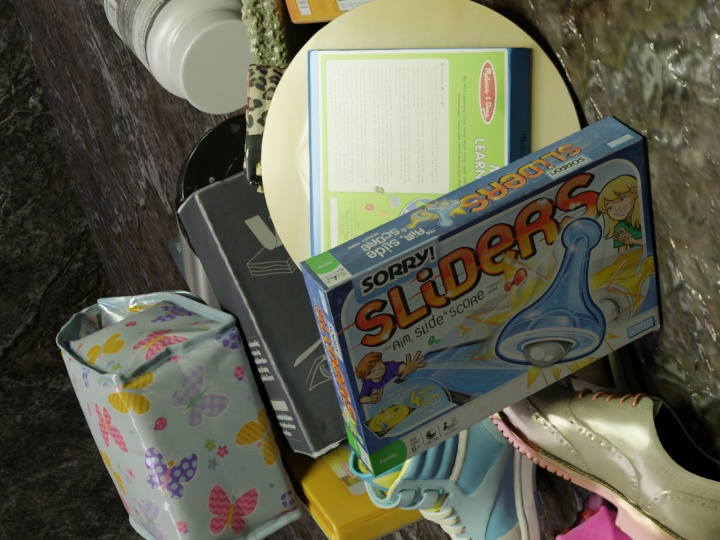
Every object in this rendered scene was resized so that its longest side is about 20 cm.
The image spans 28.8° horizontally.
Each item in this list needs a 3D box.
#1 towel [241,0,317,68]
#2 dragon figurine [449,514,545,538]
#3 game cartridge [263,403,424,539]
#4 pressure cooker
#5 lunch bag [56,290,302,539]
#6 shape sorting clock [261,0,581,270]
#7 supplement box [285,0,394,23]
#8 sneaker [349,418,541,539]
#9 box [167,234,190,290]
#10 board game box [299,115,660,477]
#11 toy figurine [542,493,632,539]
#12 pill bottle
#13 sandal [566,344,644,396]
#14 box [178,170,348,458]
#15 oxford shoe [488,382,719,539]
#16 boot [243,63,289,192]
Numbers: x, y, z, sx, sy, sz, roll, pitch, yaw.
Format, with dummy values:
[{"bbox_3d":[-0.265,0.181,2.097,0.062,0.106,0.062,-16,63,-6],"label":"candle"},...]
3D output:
[{"bbox_3d":[-0.062,-0.187,1.114,0.201,0.036,0.149,80,-170,-49],"label":"towel"},{"bbox_3d":[0.102,0.186,1.147,0.099,0.058,0.202,141,126,-66],"label":"dragon figurine"},{"bbox_3d":[0.034,0.122,1.082,0.176,0.199,0.033,42,150,53],"label":"game cartridge"},{"bbox_3d":[-0.077,-0.030,1.257,0.179,0.175,0.200,56,163,19],"label":"pressure cooker"},{"bbox_3d":[-0.145,0.110,1.065,0.200,0.127,0.171,11,123,60],"label":"lunch bag"},{"bbox_3d":[0.036,-0.064,0.842,0.201,0.199,0.039,64,-159,1],"label":"shape sorting clock"},{"bbox_3d":[0.002,-0.206,0.934,0.200,0.066,0.069,25,135,66],"label":"supplement box"},{"bbox_3d":[0.053,0.157,0.954,0.079,0.130,0.202,30,127,58],"label":"sneaker"},{"bbox_3d":[-0.090,0.028,1.424,0.200,0.051,0.158,-2,-122,-60],"label":"box"},{"bbox_3d":[0.073,0.014,0.781,0.034,0.199,0.136,45,156,50],"label":"board game box"},{"bbox_3d":[0.172,0.235,1.008,0.201,0.149,0.185,-96,9,-51],"label":"toy figurine"},{"bbox_3d":[-0.168,-0.236,1.369,0.200,0.112,0.114,47,157,47],"label":"pill bottle"},{"bbox_3d":[0.135,0.053,0.903,0.202,0.057,0.080,67,165,-6],"label":"sandal"},{"bbox_3d":[0.000,0.000,1.013,0.201,0.196,0.117,65,166,-2],"label":"box"},{"bbox_3d":[0.150,0.095,0.848,0.199,0.071,0.074,36,116,18],"label":"oxford shoe"},{"bbox_3d":[0.000,-0.045,0.908,0.074,0.152,0.205,115,155,-70],"label":"boot"}]
